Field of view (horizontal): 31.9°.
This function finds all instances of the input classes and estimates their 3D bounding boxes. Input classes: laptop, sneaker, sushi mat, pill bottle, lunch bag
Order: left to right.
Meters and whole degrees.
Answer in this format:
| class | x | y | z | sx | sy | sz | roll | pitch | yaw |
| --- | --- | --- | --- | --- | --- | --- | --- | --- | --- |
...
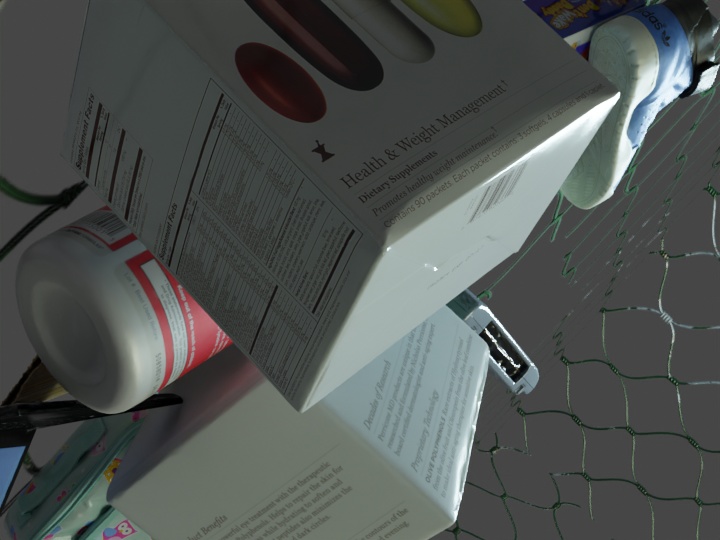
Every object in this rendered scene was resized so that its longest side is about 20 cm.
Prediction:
| class | x | y | z | sx | sy | sz | roll | pitch | yaw |
| --- | --- | --- | --- | --- | --- | --- | --- | --- | --- |
| laptop | -0.238 | 0.147 | 0.821 | 0.198 | 0.104 | 0.177 | -12 | 173 | 23 |
| sushi mat | -0.181 | 0.055 | 0.949 | 0.096 | 0.012 | 0.200 | -53 | 163 | 26 |
| lunch bag | -0.199 | 0.195 | 1.070 | 0.200 | 0.077 | 0.160 | -49 | 136 | 10 |
| pill bottle | -0.105 | -0.005 | 0.790 | 0.199 | 0.112 | 0.113 | -32 | 162 | -39 |
| sneaker | 0.221 | -0.134 | 0.997 | 0.111 | 0.077 | 0.201 | -27 | 150 | -23 |

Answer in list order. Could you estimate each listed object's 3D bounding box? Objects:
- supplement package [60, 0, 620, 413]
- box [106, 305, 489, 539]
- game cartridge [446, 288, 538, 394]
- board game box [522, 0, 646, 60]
| class | x | y | z | sx | sy | sz | roll | pitch | yaw |
| --- | --- | --- | --- | --- | --- | --- | --- | --- | --- |
| supplement package | -0.015 | -0.078 | 0.661 | 0.191 | 0.200 | 0.147 | -34 | 162 | -37 |
| box | -0.040 | 0.109 | 0.924 | 0.199 | 0.171 | 0.201 | -39 | -162 | 32 |
| game cartridge | 0.088 | 0.039 | 1.167 | 0.042 | 0.133 | 0.200 | -43 | 147 | 1 |
| board game box | 0.119 | -0.142 | 0.955 | 0.199 | 0.045 | 0.135 | -29 | 156 | -41 |
